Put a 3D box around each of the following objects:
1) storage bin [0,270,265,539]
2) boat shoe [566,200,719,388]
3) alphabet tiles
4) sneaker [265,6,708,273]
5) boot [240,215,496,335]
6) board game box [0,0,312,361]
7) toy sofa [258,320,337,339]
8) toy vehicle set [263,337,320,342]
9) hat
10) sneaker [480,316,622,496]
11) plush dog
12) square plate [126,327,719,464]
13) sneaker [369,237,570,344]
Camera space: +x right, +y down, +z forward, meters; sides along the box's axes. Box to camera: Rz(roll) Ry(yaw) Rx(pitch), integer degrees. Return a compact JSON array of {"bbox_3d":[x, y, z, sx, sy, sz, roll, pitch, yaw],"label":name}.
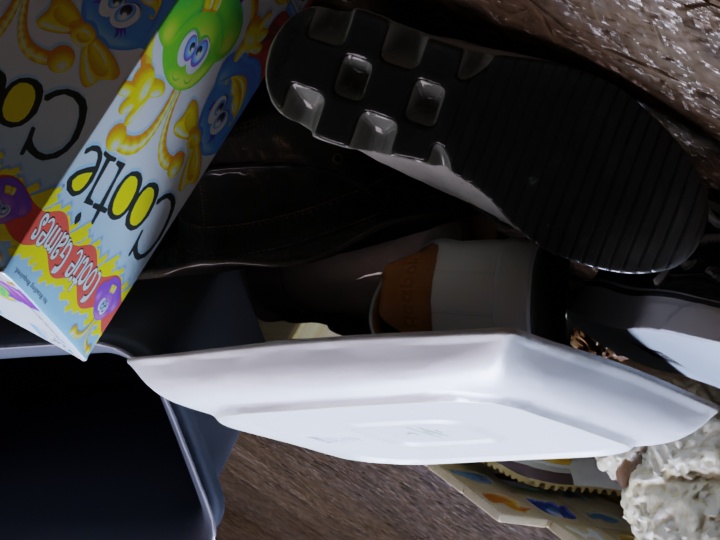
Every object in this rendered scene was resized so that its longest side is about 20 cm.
[{"bbox_3d":[-0.139,0.063,1.281,0.199,0.135,0.146,-5,120,27],"label":"storage bin"},{"bbox_3d":[0.157,0.012,1.130,0.073,0.068,0.199,31,175,-14],"label":"boat shoe"},{"bbox_3d":[0.099,0.112,1.399,0.166,0.006,0.200,12,-167,-37],"label":"alphabet tiles"},{"bbox_3d":[0.063,-0.057,1.119,0.199,0.075,0.088,27,-176,19],"label":"sneaker"},{"bbox_3d":[0.000,0.000,1.340,0.145,0.071,0.200,-1,169,9],"label":"boot"},{"bbox_3d":[-0.119,-0.083,1.128,0.103,0.201,0.105,27,167,24],"label":"board game box"},{"bbox_3d":[-0.018,0.039,1.622,0.097,0.083,0.200,37,167,-16],"label":"toy sofa"},{"bbox_3d":[0.004,0.050,1.398,0.123,0.027,0.200,-2,177,28],"label":"toy vehicle set"},{"bbox_3d":[-0.032,-0.055,1.221,0.200,0.199,0.082,7,111,63],"label":"hat"},{"bbox_3d":[0.132,0.068,1.410,0.075,0.091,0.199,24,-169,35],"label":"sneaker"},{"bbox_3d":[0.164,0.090,1.287,0.172,0.160,0.200,54,178,27],"label":"plush dog"},{"bbox_3d":[0.031,0.060,1.169,0.197,0.029,0.200,-6,165,32],"label":"square plate"},{"bbox_3d":[0.051,0.015,1.204,0.084,0.073,0.200,1,171,11],"label":"sneaker"}]
